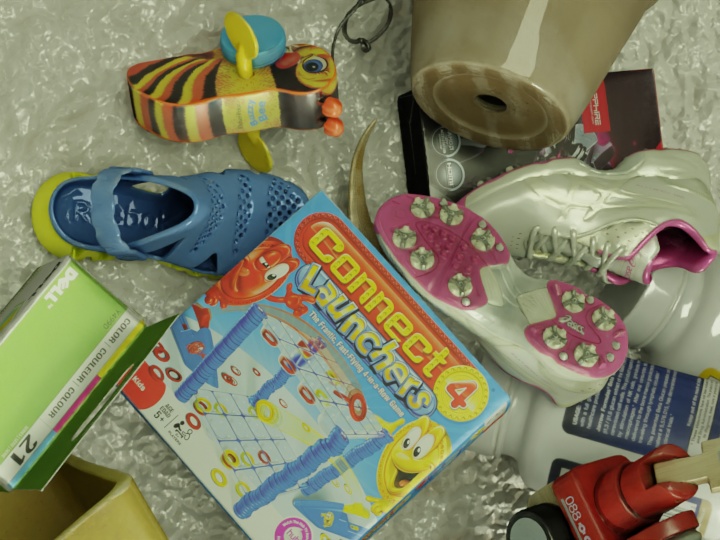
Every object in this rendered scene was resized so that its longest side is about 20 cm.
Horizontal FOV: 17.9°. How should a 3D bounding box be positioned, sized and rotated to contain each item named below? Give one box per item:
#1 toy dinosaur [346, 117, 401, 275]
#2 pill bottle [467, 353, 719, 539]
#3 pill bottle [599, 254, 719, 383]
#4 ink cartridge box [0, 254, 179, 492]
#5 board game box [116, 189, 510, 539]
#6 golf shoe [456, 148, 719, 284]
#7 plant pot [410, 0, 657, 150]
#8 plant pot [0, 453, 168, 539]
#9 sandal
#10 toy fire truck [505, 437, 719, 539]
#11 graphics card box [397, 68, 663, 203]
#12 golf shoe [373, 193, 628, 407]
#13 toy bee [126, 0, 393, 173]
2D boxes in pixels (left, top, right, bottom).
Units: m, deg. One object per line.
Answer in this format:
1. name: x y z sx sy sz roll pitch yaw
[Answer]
1. toy dinosaur: 0.000 0.000 1.660 0.101 0.058 0.201 -26 101 -34
2. pill bottle: 0.179 0.116 1.648 0.198 0.111 0.112 16 80 7
3. pill bottle: 0.281 0.056 1.712 0.199 0.111 0.112 29 77 -15
4. ink cartridge box: -0.209 0.066 1.494 0.076 0.200 0.148 41 74 -11
5. board game box: -0.034 0.085 1.564 0.196 0.056 0.200 -42 81 -8
6. golf shoe: 0.163 -0.031 1.620 0.198 0.076 0.092 -9 56 -9
7. plant pot: 0.113 -0.188 1.614 0.199 0.200 0.175 25 67 -15
8. plant pot: -0.196 0.261 1.496 0.194 0.195 0.201 -40 107 -18
9. sandal: -0.125 -0.036 1.594 0.198 0.087 0.080 -2 84 -21
10. toy fire truck: 0.224 0.189 1.509 0.128 0.200 0.177 -10 69 -42
11. graphics card box: 0.132 -0.081 1.705 0.198 0.051 0.127 -5 88 -18
12. golf shoe: 0.088 0.026 1.577 0.199 0.092 0.075 37 61 12
13. toy bee: -0.059 -0.133 1.601 0.199 0.109 0.131 -33 135 2
